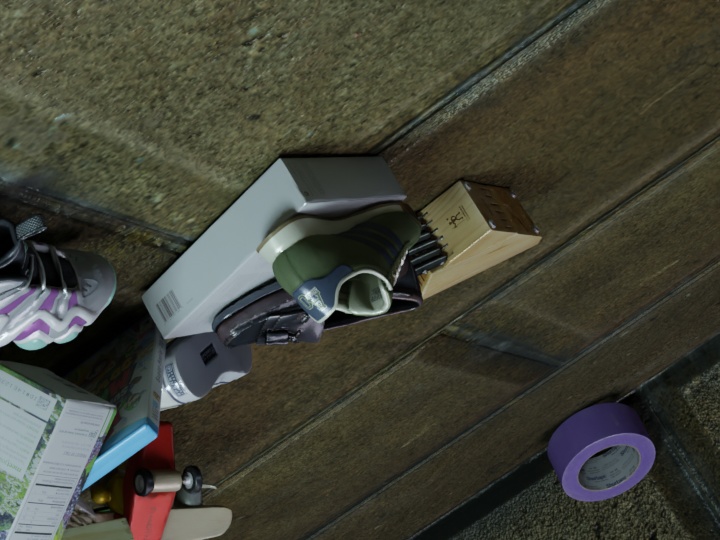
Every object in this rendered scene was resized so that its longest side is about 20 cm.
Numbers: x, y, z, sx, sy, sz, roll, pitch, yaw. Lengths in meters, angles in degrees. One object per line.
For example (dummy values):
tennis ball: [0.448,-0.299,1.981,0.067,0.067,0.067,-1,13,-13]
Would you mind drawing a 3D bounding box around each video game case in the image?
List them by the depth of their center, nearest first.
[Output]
video game case: [-0.228,0.122,1.405,0.143,0.018,0.200,-35,-156,13]

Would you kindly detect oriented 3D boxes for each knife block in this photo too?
knife block: [0.074,-0.014,1.675,0.175,0.064,0.200,-38,162,22]

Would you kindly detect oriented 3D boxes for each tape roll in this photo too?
tape roll: [0.477,0.360,3.229,0.199,0.085,0.201,-11,136,-11]

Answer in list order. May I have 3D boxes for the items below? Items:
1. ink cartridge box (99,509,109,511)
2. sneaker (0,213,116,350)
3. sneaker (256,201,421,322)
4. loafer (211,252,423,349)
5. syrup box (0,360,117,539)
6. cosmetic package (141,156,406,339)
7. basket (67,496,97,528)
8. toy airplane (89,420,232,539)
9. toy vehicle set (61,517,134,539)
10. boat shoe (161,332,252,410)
ink cartridge box: [-0.305,0.409,1.972,0.146,0.201,0.084,-40,160,27]
sneaker: [-0.239,-0.002,1.151,0.199,0.078,0.140,-16,158,-41]
sneaker: [0.000,0.000,1.373,0.067,0.090,0.200,-43,161,31]
loafer: [-0.033,0.033,1.448,0.199,0.063,0.072,-21,164,-24]
syrup box: [-0.279,0.180,1.287,0.201,0.078,0.081,-67,156,0]
cosmetic package: [-0.075,-0.021,1.423,0.200,0.052,0.150,-42,159,30]
basket: [-0.344,0.277,1.585,0.135,0.124,0.200,-33,144,5]
toy airplane: [-0.254,0.272,1.784,0.199,0.141,0.200,-40,132,-12]
toy vehicle set: [-0.289,0.312,1.535,0.124,0.027,0.201,-9,140,-27]
boat shoe: [-0.160,0.089,1.515,0.070,0.071,0.200,-23,-174,17]
